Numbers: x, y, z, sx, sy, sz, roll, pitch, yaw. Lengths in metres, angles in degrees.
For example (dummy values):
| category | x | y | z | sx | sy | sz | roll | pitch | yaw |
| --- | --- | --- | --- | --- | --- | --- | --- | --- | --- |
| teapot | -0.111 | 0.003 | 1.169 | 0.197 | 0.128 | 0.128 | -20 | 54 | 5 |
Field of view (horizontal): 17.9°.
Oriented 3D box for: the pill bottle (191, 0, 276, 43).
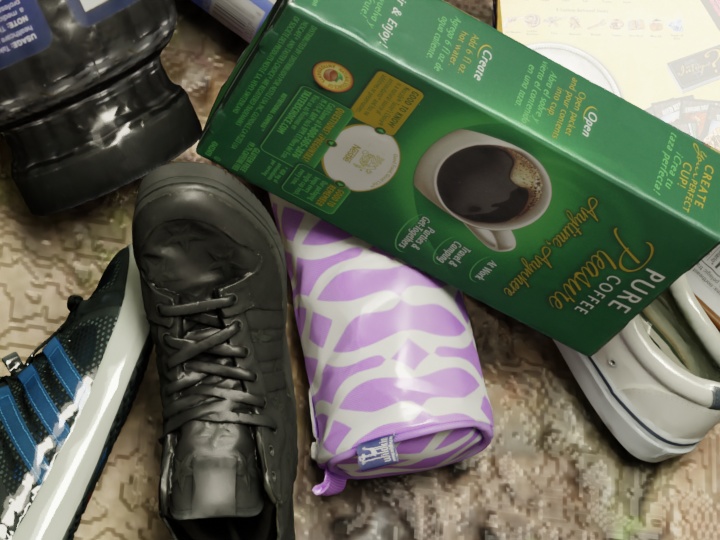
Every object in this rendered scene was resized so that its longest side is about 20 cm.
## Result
| category | x | y | z | sx | sy | sz | roll | pitch | yaw |
| --- | --- | --- | --- | --- | --- | --- | --- | --- | --- |
| pill bottle | -0.078 | -0.195 | 1.060 | 0.200 | 0.112 | 0.112 | 37 | 63 | 1 |

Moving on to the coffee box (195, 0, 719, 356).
| category | x | y | z | sx | sy | sz | roll | pitch | yaw |
| --- | --- | --- | --- | --- | --- | --- | --- | --- | --- |
| coffee box | 0.042 | -0.046 | 0.940 | 0.199 | 0.123 | 0.044 | 27 | 56 | -8 |

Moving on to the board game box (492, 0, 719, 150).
| category | x | y | z | sx | sy | sz | roll | pitch | yaw |
| --- | --- | --- | --- | --- | --- | --- | --- | --- | --- |
| board game box | 0.158 | -0.096 | 1.010 | 0.199 | 0.035 | 0.136 | 2 | 83 | 1 |

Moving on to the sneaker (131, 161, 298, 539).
| category | x | y | z | sx | sy | sz | roll | pitch | yaw |
| --- | --- | --- | --- | --- | --- | --- | --- | --- | --- |
| sneaker | -0.055 | 0.061 | 0.938 | 0.060 | 0.200 | 0.104 | -5 | 42 | 7 |

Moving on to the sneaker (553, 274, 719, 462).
| category | x | y | z | sx | sy | sz | roll | pitch | yaw |
| --- | --- | --- | --- | --- | --- | --- | --- | --- | --- |
| sneaker | 0.107 | -0.009 | 1.051 | 0.200 | 0.071 | 0.073 | 52 | 41 | 3 |

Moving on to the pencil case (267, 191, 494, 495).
| category | x | y | z | sx | sy | sz | roll | pitch | yaw |
| --- | --- | --- | --- | --- | --- | --- | --- | --- | --- |
| pencil case | 0.000 | 0.000 | 1.023 | 0.085 | 0.084 | 0.201 | -20 | 69 | 23 |

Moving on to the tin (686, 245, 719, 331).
| category | x | y | z | sx | sy | sz | roll | pitch | yaw |
| --- | --- | --- | --- | --- | --- | --- | --- | --- | --- |
| tin | 0.176 | -0.037 | 1.067 | 0.200 | 0.112 | 0.042 | 43 | 38 | 5 |

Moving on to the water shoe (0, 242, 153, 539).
| category | x | y | z | sx | sy | sz | roll | pitch | yaw |
| --- | --- | --- | --- | --- | --- | --- | --- | --- | --- |
| water shoe | -0.143 | 0.063 | 0.959 | 0.079 | 0.072 | 0.201 | 22 | 62 | -1 |

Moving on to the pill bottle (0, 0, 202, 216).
| category | x | y | z | sx | sy | sz | roll | pitch | yaw |
| --- | --- | --- | --- | --- | --- | --- | --- | --- | --- |
| pill bottle | -0.148 | -0.131 | 0.986 | 0.112 | 0.112 | 0.201 | -30 | 104 | -24 |
